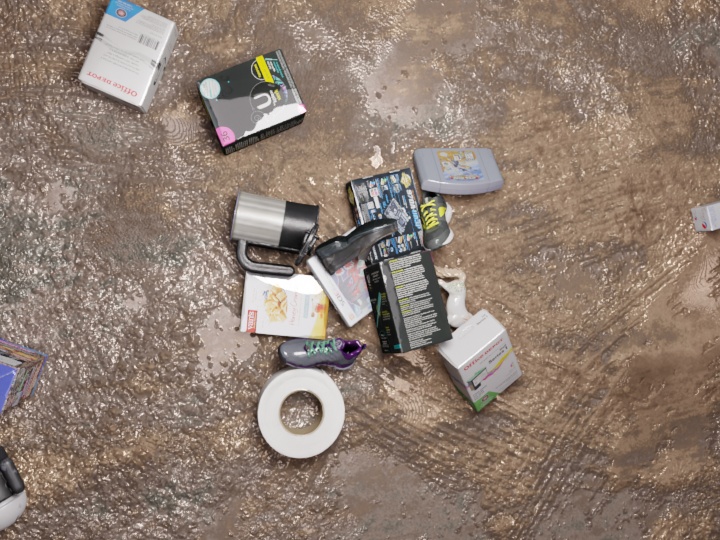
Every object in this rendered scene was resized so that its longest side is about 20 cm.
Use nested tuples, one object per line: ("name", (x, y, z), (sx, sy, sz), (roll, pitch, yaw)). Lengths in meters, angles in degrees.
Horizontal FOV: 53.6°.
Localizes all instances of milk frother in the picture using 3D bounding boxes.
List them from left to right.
("milk frother", (-0.186, -0.091, 1.548), (0.186, 0.200, 0.183), (9, 69, -9))

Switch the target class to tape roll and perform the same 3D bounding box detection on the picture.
("tape roll", (-0.136, 0.319, 1.630), (0.200, 0.071, 0.205), (0, 90, -9))

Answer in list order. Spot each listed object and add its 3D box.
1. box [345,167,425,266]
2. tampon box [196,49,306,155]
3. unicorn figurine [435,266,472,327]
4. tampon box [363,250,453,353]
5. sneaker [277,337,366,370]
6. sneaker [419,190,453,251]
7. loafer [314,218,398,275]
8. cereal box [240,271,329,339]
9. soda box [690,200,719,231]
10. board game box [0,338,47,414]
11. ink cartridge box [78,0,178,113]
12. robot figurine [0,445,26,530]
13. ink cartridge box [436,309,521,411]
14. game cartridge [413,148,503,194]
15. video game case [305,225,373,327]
("box", (0.065, -0.126, 1.656), (0.157, 0.046, 0.203), (-15, 90, -21))
("tampon box", (-0.241, -0.370, 1.576), (0.198, 0.126, 0.151), (-25, 93, -8))
("unicorn figurine", (0.219, 0.091, 1.682), (0.135, 0.074, 0.203), (0, 111, 12))
("tampon box", (0.102, 0.072, 1.588), (0.125, 0.150, 0.203), (-13, 88, -15))
("sneaker", (-0.086, 0.172, 1.600), (0.198, 0.088, 0.075), (7, 52, -33))
("sneaker", (0.162, -0.117, 1.623), (0.074, 0.201, 0.085), (-25, 118, 20))
("loafer", (-0.001, -0.056, 1.584), (0.198, 0.073, 0.073), (-22, 104, 18))
("cereal box", (-0.172, 0.078, 1.639), (0.197, 0.040, 0.146), (5, 88, -9))
("soda box", (0.952, -0.154, 1.811), (0.197, 0.068, 0.065), (-15, 92, -9))
("board game box", (-0.761, 0.205, 1.460), (0.158, 0.200, 0.098), (21, 88, -8))
("ink cartridge box", (-0.506, -0.470, 1.561), (0.145, 0.084, 0.202), (22, 87, -8))
("robot figurine", (-0.787, 0.449, 1.497), (0.124, 0.150, 0.202), (-27, 94, -30))
("ink cartridge box", (0.276, 0.209, 1.639), (0.144, 0.084, 0.201), (-37, 136, -8))
("game cartridge", (0.231, -0.234, 1.670), (0.197, 0.134, 0.042), (-2, 134, -10))
("video game case", (0.000, 0.000, 1.656), (0.199, 0.023, 0.183), (-36, 96, -21))
